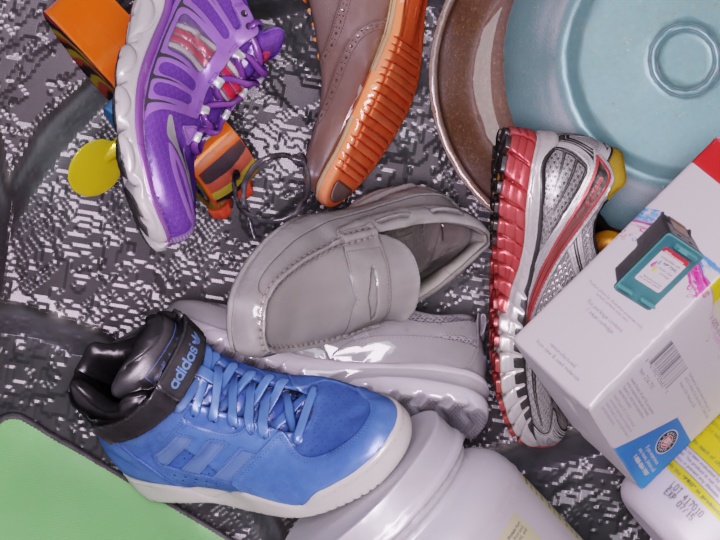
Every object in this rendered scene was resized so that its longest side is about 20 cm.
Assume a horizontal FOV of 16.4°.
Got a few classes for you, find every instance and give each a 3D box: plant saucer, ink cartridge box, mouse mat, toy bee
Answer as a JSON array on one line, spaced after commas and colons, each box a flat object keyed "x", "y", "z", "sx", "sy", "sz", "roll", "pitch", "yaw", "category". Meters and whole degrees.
[{"x": 0.138, "y": -0.111, "z": 1.448, "sx": 0.199, "sy": 0.037, "sz": 0.202, "roll": 0, "pitch": 90, "yaw": -2, "category": "plant saucer"}, {"x": 0.190, "y": 0.011, "z": 1.368, "sx": 0.200, "sy": 0.116, "sz": 0.067, "roll": -44, "pitch": 56, "yaw": -5, "category": "ink cartridge box"}, {"x": -0.160, "y": 0.189, "z": 1.415, "sx": 0.199, "sy": 0.008, "sz": 0.161, "roll": 29, "pitch": 64, "yaw": 5, "category": "mouse mat"}, {"x": 0.181, "y": -0.118, "z": 1.409, "sx": 0.199, "sy": 0.036, "sz": 0.201, "roll": 0, "pitch": 91, "yaw": -3, "category": "plant saucer"}, {"x": -0.105, "y": -0.073, "z": 1.421, "sx": 0.130, "sy": 0.109, "sz": 0.201, "roll": -22, "pitch": 64, "yaw": -1, "category": "toy bee"}]

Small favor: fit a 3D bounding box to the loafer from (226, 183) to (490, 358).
[{"x": 0.000, "y": 0.000, "z": 1.376, "sx": 0.070, "sy": 0.200, "sz": 0.070, "roll": 15, "pitch": 119, "yaw": 31, "category": "loafer"}]

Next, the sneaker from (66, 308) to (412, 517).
[{"x": -0.075, "y": 0.074, "z": 1.365, "sx": 0.111, "sy": 0.199, "sz": 0.077, "roll": 52, "pitch": 51, "yaw": -36, "category": "sneaker"}]

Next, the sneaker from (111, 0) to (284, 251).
[{"x": -0.085, "y": -0.106, "z": 1.332, "sx": 0.083, "sy": 0.081, "sz": 0.201, "roll": 5, "pitch": 65, "yaw": 6, "category": "sneaker"}]

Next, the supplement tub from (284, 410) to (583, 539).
[{"x": 0.065, "y": 0.191, "z": 1.386, "sx": 0.145, "sy": 0.145, "sz": 0.200, "roll": -44, "pitch": 99, "yaw": -2, "category": "supplement tub"}]

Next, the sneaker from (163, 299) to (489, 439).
[{"x": -0.020, "y": 0.045, "z": 1.443, "sx": 0.199, "sy": 0.075, "sz": 0.082, "roll": 12, "pitch": 55, "yaw": 2, "category": "sneaker"}]

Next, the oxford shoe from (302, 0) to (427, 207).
[{"x": -0.002, "y": -0.136, "z": 1.442, "sx": 0.073, "sy": 0.071, "sz": 0.201, "roll": 18, "pitch": 83, "yaw": 15, "category": "oxford shoe"}]

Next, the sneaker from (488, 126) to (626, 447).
[{"x": 0.113, "y": 0.015, "z": 1.401, "sx": 0.082, "sy": 0.078, "sz": 0.201, "roll": 1, "pitch": 123, "yaw": 1, "category": "sneaker"}]

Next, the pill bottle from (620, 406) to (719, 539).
[{"x": 0.253, "y": 0.098, "z": 1.424, "sx": 0.200, "sy": 0.109, "sz": 0.109, "roll": -43, "pitch": 92, "yaw": -2, "category": "pill bottle"}]
